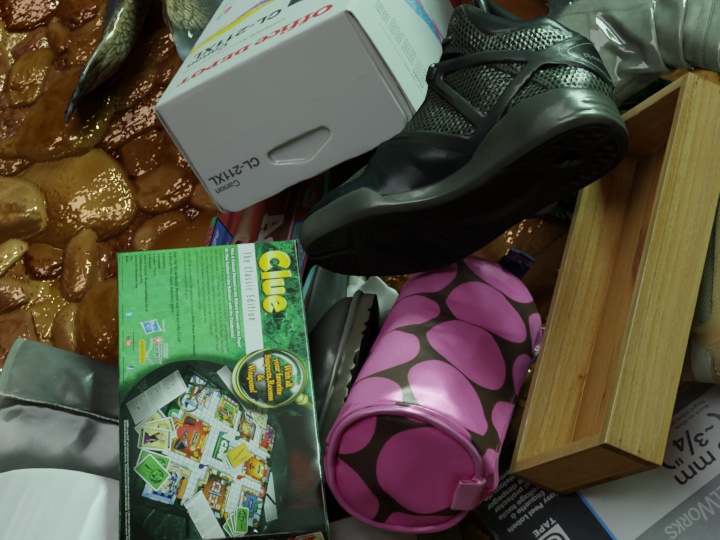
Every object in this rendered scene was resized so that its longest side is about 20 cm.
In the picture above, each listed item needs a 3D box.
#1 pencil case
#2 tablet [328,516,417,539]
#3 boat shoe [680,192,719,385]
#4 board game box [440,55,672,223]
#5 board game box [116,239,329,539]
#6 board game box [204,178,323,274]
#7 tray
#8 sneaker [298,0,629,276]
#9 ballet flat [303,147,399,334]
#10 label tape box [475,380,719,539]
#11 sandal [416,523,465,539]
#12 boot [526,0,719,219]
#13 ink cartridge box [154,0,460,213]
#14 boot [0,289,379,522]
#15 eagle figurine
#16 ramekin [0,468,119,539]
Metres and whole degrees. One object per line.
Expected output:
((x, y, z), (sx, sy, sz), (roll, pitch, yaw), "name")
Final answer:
((0.046, 0.063, 0.940), (0.093, 0.091, 0.200), (29, 30, 1), "pencil case")
((0.001, 0.225, 0.870), (0.129, 0.014, 0.201), (-13, 71, -26), "tablet")
((0.195, -0.035, 0.914), (0.076, 0.072, 0.201), (-8, 54, 41), "boat shoe")
((0.104, -0.092, 1.099), (0.199, 0.023, 0.105), (20, 68, 34), "board game box")
((-0.075, 0.064, 0.921), (0.104, 0.024, 0.201), (-5, 46, -2), "board game box")
((-0.080, 0.042, 1.085), (0.103, 0.019, 0.201), (-21, 47, 45), "board game box")
((0.135, 0.008, 0.894), (0.099, 0.037, 0.201), (-34, 36, 63), "tray")
((0.050, -0.074, 0.968), (0.199, 0.076, 0.115), (-30, 48, 29), "sneaker")
((0.000, 0.000, 1.060), (0.068, 0.068, 0.202), (5, 72, 18), "ballet flat")
((0.164, 0.144, 0.897), (0.144, 0.063, 0.200), (-38, 50, 0), "label tape box")
((0.013, 0.210, 0.931), (0.079, 0.057, 0.202), (-10, 55, 20), "sandal")
((0.159, -0.120, 1.013), (0.130, 0.068, 0.201), (1, 56, 37), "boot")
((-0.026, -0.140, 1.099), (0.145, 0.083, 0.200), (-23, 23, 24), "ink cartridge box")
((-0.101, 0.073, 0.987), (0.198, 0.073, 0.183), (13, 64, 15), "boot")
((-0.150, -0.207, 1.264), (0.152, 0.150, 0.202), (-22, 76, 63), "eagle figurine")
((-0.146, 0.191, 0.939), (0.199, 0.201, 0.098), (-2, 50, 25), "ramekin")
